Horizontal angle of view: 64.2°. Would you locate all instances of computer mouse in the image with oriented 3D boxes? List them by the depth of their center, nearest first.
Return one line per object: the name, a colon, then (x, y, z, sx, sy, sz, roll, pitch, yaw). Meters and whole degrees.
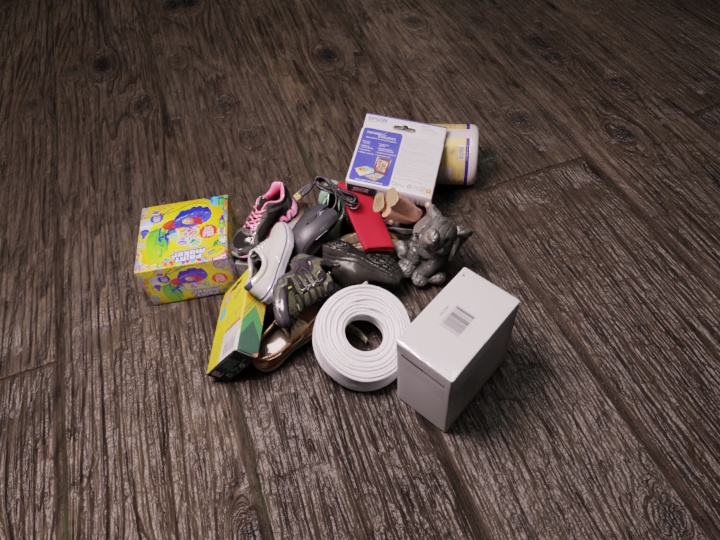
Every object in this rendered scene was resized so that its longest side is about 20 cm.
computer mouse: (-0.111, -0.122, 1.234, 0.140, 0.046, 0.200, 39, 81, 27)

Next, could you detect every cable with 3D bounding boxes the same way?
cable: (0.007, 0.127, 1.112, 0.199, 0.069, 0.201, -32, 74, -22)

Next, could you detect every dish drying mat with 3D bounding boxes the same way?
dish drying mat: (0.009, -0.121, 1.263, 0.076, 0.018, 0.201, -6, 53, -22)

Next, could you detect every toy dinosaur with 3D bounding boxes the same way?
toy dinosaur: (-0.063, 0.084, 1.199, 0.198, 0.048, 0.089, 16, 69, 17)

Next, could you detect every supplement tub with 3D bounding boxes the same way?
supplement tub: (0.184, -0.284, 1.402, 0.198, 0.146, 0.146, 3, 52, 9)

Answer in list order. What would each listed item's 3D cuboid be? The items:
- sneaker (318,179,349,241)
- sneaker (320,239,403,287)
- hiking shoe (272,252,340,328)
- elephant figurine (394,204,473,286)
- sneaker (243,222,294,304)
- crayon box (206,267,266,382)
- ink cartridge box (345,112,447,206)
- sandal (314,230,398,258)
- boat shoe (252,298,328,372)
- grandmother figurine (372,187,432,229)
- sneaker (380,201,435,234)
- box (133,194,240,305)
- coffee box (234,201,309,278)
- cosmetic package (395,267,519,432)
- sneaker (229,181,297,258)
sneaker: (-0.058, -0.160, 1.338, 0.073, 0.119, 0.202, 9, 54, -9)
sneaker: (0.000, 0.000, 1.227, 0.199, 0.092, 0.076, 21, 23, 26)
hiking shoe: (-0.103, 0.034, 1.111, 0.100, 0.076, 0.201, 2, 39, 15)
elephant figurine: (0.161, -0.064, 1.182, 0.140, 0.200, 0.156, 6, 55, -15)
sneaker: (-0.185, -0.031, 1.155, 0.073, 0.071, 0.201, -33, 37, 34)
crayon box: (-0.242, 0.105, 1.150, 0.051, 0.127, 0.201, 26, 46, -27)
ink cartridge box: (0.084, -0.253, 1.306, 0.196, 0.047, 0.201, 13, 62, 8)
sandal: (-0.010, -0.047, 1.290, 0.198, 0.054, 0.081, -13, 94, 9)
boat shoe: (-0.137, 0.117, 1.137, 0.076, 0.072, 0.200, 37, 76, 17)
grandmother figurine: (0.114, -0.116, 1.261, 0.121, 0.199, 0.061, -6, 69, 45)
sneaker: (0.080, -0.135, 1.332, 0.198, 0.087, 0.081, -11, 53, -4)
box: (-0.379, -0.047, 1.288, 0.198, 0.122, 0.194, -10, 52, -2)
coffee box: (-0.193, -0.062, 1.306, 0.113, 0.080, 0.201, 7, 52, 11)
cosmetic package: (0.170, 0.144, 1.025, 0.123, 0.201, 0.199, 34, 62, 26)
sneaker: (-0.217, -0.115, 1.239, 0.079, 0.096, 0.201, 24, 59, 21)
